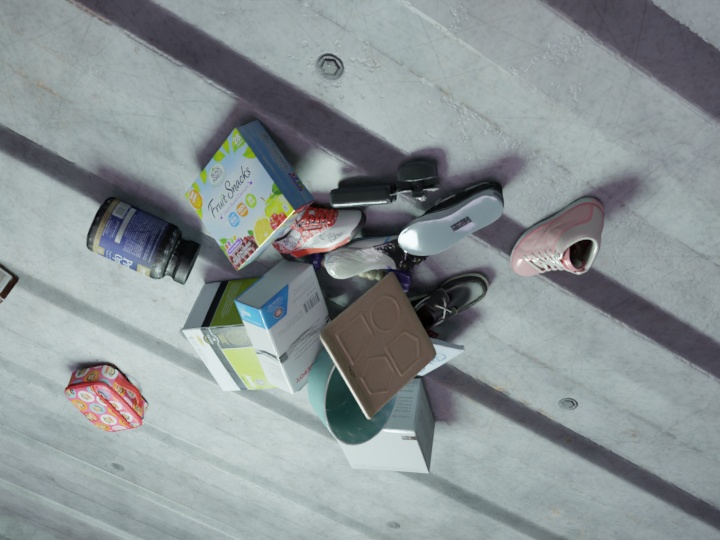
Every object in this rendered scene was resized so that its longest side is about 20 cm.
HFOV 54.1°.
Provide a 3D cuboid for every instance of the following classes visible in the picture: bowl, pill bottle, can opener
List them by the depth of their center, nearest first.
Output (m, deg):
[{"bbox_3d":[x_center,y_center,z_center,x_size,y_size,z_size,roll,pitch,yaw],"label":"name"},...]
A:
[{"bbox_3d":[0.042,-0.142,1.199,0.195,0.053,0.068,-7,97,20],"label":"can opener"},{"bbox_3d":[-0.025,0.216,1.344,0.104,0.202,0.203,13,145,46],"label":"bowl"},{"bbox_3d":[-0.416,-0.052,1.366,0.196,0.113,0.113,25,136,-8],"label":"pill bottle"}]

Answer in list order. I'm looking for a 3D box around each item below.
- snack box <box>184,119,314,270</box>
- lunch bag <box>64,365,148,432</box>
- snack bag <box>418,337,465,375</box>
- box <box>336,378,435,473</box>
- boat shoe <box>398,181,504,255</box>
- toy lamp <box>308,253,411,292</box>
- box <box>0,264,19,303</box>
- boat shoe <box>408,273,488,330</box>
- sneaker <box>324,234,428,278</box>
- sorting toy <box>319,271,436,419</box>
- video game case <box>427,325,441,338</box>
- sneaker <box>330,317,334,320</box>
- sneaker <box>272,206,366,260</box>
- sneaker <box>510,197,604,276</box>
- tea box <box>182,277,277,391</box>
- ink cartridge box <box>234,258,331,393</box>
[{"bbox_3d":[-0.196,-0.126,1.217,0.199,0.067,0.170,-37,88,39],"label":"snack box"},{"bbox_3d":[-0.649,0.333,1.838,0.172,0.083,0.202,-12,131,21],"label":"lunch bag"},{"bbox_3d":[0.083,0.163,1.421,0.195,0.022,0.189,14,153,-18],"label":"snack bag"},{"bbox_3d":[0.056,0.350,1.595,0.193,0.133,0.202,-1,139,17],"label":"box"},{"bbox_3d":[0.151,-0.093,1.193,0.197,0.069,0.074,-31,116,29],"label":"boat shoe"},{"bbox_3d":[0.000,0.000,1.336,0.194,0.059,0.059,14,136,2],"label":"toy lamp"},{"bbox_3d":[-0.889,0.048,1.631,0.197,0.076,0.100,-26,123,37],"label":"box"},{"bbox_3d":[0.156,0.070,1.344,0.197,0.068,0.073,-26,111,27],"label":"boat shoe"},{"bbox_3d":[0.030,-0.035,1.284,0.194,0.073,0.073,-9,124,-2],"label":"sneaker"},{"bbox_3d":[0.033,0.133,1.275,0.036,0.199,0.188,-5,120,57],"label":"sorting toy"},{"bbox_3d":[0.063,0.150,1.491,0.140,0.018,0.201,27,135,-10],"label":"video game case"},{"bbox_3d":[-0.026,0.132,1.461,0.196,0.076,0.079,-10,132,40],"label":"sneaker"},{"bbox_3d":[-0.094,-0.089,1.268,0.198,0.068,0.108,-17,130,32],"label":"sneaker"},{"bbox_3d":[0.324,-0.029,1.180,0.074,0.106,0.200,31,135,-18],"label":"sneaker"},{"bbox_3d":[-0.230,0.136,1.479,0.191,0.136,0.203,-5,132,21],"label":"tea box"},{"bbox_3d":[-0.135,0.104,1.340,0.082,0.145,0.204,12,131,40],"label":"ink cartridge box"}]
